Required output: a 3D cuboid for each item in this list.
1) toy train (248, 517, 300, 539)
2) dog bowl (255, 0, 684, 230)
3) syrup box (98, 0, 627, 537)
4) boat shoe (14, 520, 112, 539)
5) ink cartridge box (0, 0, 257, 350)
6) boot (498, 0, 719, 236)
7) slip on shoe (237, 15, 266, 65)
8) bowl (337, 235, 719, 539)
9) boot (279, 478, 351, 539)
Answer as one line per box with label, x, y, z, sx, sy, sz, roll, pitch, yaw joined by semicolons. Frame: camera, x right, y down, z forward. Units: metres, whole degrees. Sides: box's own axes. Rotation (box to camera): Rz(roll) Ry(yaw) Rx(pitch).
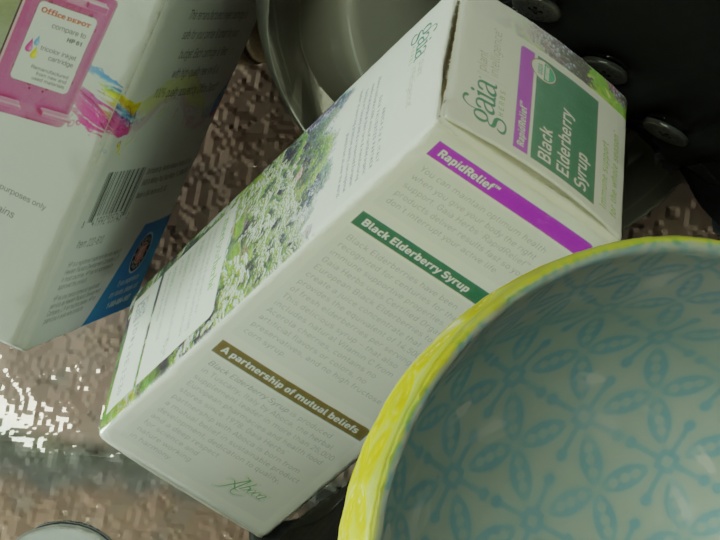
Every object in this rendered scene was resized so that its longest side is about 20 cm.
toy train;-0.010;0.111;0.937;0.200;0.056;0.042;-12;65;13
dog bowl;0.051;-0.106;0.944;0.200;0.200;0.059;-50;24;-6
syrup box;0.000;0.000;0.875;0.200;0.081;0.079;-41;25;34
boat shoe;-0.126;0.187;0.881;0.069;0.057;0.200;18;73;5
ink cartridge box;-0.103;-0.084;0.954;0.085;0.145;0.200;27;100;8
boot;0.128;-0.080;0.862;0.165;0.200;0.066;-10;46;51
slip on shoe;-0.025;-0.179;1.049;0.061;0.076;0.200;19;78;29
bowl;0.071;0.091;0.746;0.200;0.108;0.200;2;86;-24
boot;0.048;0.127;0.874;0.200;0.151;0.073;-51;19;25
